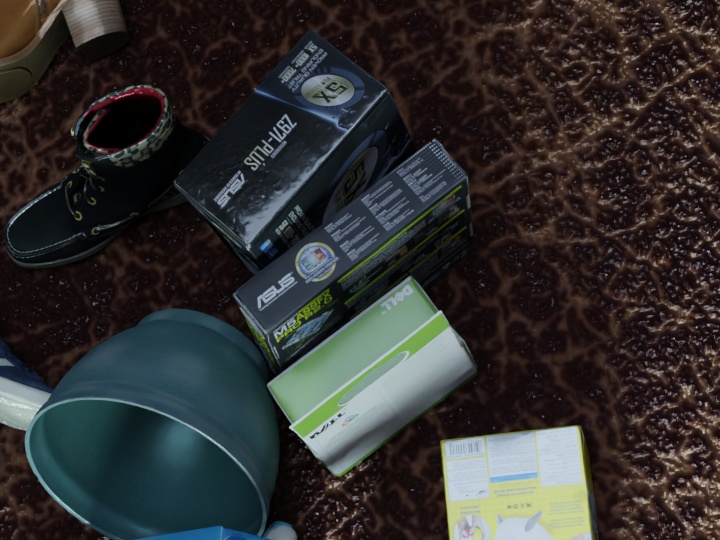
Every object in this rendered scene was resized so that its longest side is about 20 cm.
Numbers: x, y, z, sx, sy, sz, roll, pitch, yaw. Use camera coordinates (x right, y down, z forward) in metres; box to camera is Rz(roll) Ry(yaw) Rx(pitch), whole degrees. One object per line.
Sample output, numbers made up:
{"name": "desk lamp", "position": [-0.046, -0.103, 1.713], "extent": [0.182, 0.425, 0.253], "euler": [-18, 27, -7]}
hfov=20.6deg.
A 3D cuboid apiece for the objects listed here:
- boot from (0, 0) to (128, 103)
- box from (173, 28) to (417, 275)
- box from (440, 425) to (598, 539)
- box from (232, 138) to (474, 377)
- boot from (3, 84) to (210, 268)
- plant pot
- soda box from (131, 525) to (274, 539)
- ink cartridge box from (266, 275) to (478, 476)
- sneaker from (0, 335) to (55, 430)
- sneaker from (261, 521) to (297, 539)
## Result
{"name": "boot", "position": [-0.316, -0.239, 1.757], "extent": [0.199, 0.074, 0.155], "euler": [-21, 72, -8]}
{"name": "box", "position": [-0.042, -0.073, 1.586], "extent": [0.086, 0.200, 0.164], "euler": [39, 84, 20]}
{"name": "box", "position": [0.129, 0.228, 1.549], "extent": [0.117, 0.048, 0.201], "euler": [-7, 71, 9]}
{"name": "box", "position": [0.000, 0.000, 1.569], "extent": [0.200, 0.160, 0.044], "euler": [-38, 70, -8]}
{"name": "boot", "position": [-0.225, -0.080, 1.648], "extent": [0.203, 0.154, 0.074], "euler": [-25, 71, 3]}
{"name": "plant pot", "position": [-0.148, 0.117, 1.572], "extent": [0.199, 0.201, 0.135], "euler": [11, 50, 14]}
{"name": "soda box", "position": [-0.143, 0.244, 1.527], "extent": [0.200, 0.064, 0.068], "euler": [-17, 60, 49]}
{"name": "ink cartridge box", "position": [0.003, 0.073, 1.536], "extent": [0.148, 0.200, 0.076], "euler": [-37, 71, -2]}
{"name": "sneaker", "position": [-0.316, 0.071, 1.668], "extent": [0.199, 0.075, 0.085], "euler": [20, 62, 8]}
{"name": "sneaker", "position": [-0.073, 0.299, 1.559], "extent": [0.080, 0.077, 0.201], "euler": [13, 78, -2]}
